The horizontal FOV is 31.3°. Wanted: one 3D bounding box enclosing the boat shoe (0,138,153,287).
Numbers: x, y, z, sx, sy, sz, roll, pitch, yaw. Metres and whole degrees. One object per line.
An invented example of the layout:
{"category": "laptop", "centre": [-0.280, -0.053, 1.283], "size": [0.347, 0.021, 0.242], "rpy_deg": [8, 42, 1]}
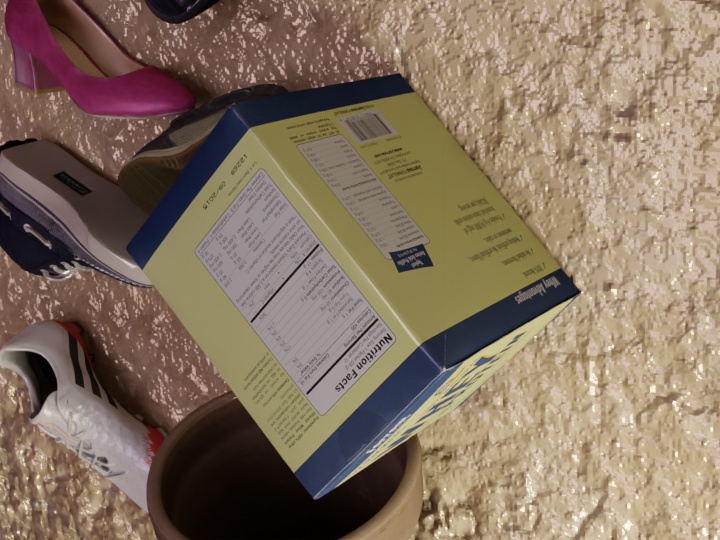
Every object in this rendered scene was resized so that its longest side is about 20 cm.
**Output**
{"category": "boat shoe", "centre": [-0.228, -0.023, 1.058], "size": [0.199, 0.074, 0.094], "rpy_deg": [38, 128, 27]}

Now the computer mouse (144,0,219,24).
{"category": "computer mouse", "centre": [-0.066, -0.243, 0.905], "size": [0.140, 0.046, 0.201], "rpy_deg": [43, 110, 21]}

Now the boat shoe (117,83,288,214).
{"category": "boat shoe", "centre": [-0.112, -0.088, 0.964], "size": [0.072, 0.066, 0.200], "rpy_deg": [43, 149, -21]}

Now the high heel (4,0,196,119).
{"category": "high heel", "centre": [-0.203, -0.177, 1.002], "size": [0.198, 0.067, 0.097], "rpy_deg": [20, 115, 38]}

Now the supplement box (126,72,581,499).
{"category": "supplement box", "centre": [0.000, 0.000, 0.829], "size": [0.201, 0.199, 0.134], "rpy_deg": [51, 124, 12]}

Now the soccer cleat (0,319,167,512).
{"category": "soccer cleat", "centre": [-0.231, 0.129, 1.083], "size": [0.069, 0.085, 0.201], "rpy_deg": [-44, 77, 33]}

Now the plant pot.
{"category": "plant pot", "centre": [-0.044, 0.206, 0.937], "size": [0.198, 0.200, 0.177], "rpy_deg": [12, 126, 30]}
